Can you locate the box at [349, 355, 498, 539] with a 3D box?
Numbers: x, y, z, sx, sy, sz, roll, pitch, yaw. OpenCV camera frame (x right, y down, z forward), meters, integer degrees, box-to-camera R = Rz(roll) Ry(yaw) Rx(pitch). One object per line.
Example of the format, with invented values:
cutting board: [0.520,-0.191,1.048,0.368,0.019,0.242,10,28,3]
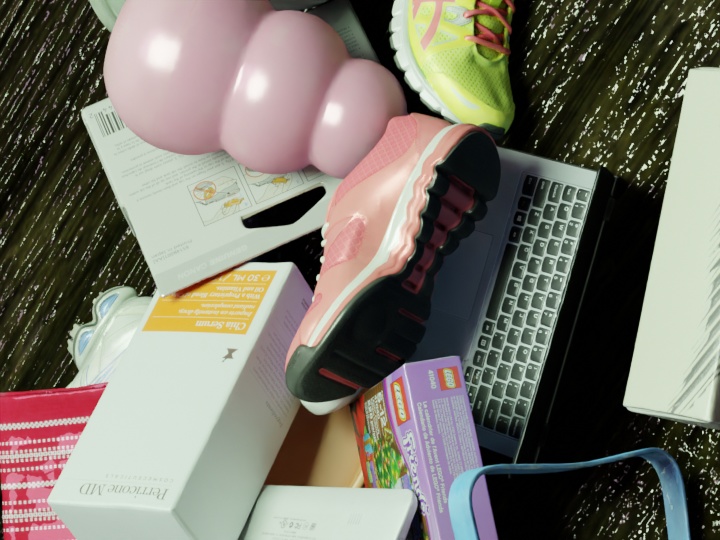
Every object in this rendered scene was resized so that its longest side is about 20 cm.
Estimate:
box: [0.044,0.162,1.558,0.137,0.039,0.200,137,123,-70]

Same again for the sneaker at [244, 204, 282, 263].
sneaker: [-0.076,-0.001,1.793,0.084,0.075,0.200,25,103,40]

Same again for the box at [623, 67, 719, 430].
box: [0.215,-0.010,1.463,0.068,0.082,0.201,7,86,47]

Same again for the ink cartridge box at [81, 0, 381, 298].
ink cartridge box: [-0.067,-0.075,1.732,0.200,0.045,0.176,-24,55,-3]

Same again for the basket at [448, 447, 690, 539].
basket: [0.129,0.201,1.427,0.139,0.176,0.201,-13,81,49]

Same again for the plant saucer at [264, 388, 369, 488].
plant saucer: [-0.064,0.114,1.701,0.200,0.037,0.201,-15,54,22]

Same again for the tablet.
tablet: [-0.048,0.190,1.566,0.200,0.014,0.130,-5,58,53]

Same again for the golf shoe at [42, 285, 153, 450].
golf shoe: [-0.186,0.115,1.875,0.097,0.078,0.200,34,106,41]

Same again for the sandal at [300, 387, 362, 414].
sandal: [0.005,-0.002,1.662,0.082,0.050,0.203,-22,39,50]

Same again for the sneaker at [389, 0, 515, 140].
sneaker: [0.070,-0.178,1.671,0.090,0.078,0.200,-35,55,34]

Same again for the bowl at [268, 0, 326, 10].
bowl: [-0.018,-0.269,1.748,0.200,0.074,0.200,174,110,-85]

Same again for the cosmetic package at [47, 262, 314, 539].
cosmetic package: [-0.105,0.090,1.645,0.101,0.071,0.200,0,50,32]

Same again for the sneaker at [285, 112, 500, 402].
sneaker: [0.007,-0.010,1.605,0.087,0.074,0.200,29,84,44]

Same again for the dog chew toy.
dog chew toy: [-0.062,-0.118,1.664,0.200,0.125,0.125,21,97,6]

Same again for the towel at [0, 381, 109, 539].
towel: [-0.194,0.180,1.839,0.144,0.022,0.201,-4,87,24]

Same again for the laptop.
laptop: [0.080,0.017,1.574,0.200,0.116,0.188,18,92,43]

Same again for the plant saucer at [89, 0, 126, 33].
plant saucer: [-0.114,-0.246,1.760,0.050,0.200,0.201,15,90,31]
